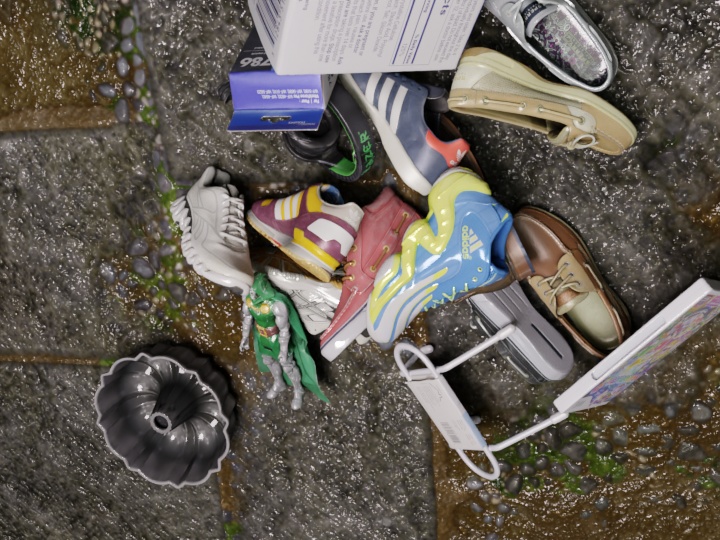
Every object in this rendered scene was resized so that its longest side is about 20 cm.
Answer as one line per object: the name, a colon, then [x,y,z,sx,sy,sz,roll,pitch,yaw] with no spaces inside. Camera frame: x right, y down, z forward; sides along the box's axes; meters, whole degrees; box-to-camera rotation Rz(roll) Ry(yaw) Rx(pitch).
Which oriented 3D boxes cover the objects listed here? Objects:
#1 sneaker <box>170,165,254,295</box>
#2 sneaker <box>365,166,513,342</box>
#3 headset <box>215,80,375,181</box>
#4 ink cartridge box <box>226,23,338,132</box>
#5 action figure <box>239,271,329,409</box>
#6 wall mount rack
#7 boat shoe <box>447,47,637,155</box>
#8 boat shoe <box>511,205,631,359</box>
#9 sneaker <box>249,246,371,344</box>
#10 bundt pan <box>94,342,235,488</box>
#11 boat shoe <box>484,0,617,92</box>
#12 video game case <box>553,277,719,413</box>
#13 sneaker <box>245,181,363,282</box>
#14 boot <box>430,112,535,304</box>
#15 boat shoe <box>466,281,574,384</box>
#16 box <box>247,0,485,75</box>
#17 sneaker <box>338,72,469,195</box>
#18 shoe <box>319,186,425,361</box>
sneaker: [-0.161,-0.050,0.879,0.074,0.201,0.081,28,109,-41]
sneaker: [0.082,0.005,0.766,0.104,0.075,0.203,36,111,28]
headset: [-0.068,-0.168,0.832,0.199,0.093,0.125,42,158,28]
ink cartridge box: [-0.066,-0.218,0.769,0.097,0.203,0.040,1,140,15]
action figure: [-0.106,0.081,0.932,0.116,0.055,0.203,14,135,28]
wall mount rack: [0.134,0.143,0.894,0.202,0.074,0.173,55,149,-10]
boat shoe: [0.182,-0.155,0.774,0.197,0.073,0.065,22,85,-14]
boat shoe: [0.232,0.016,0.849,0.200,0.074,0.075,46,115,-6]
sneaker: [-0.067,0.035,0.936,0.195,0.076,0.090,17,115,8]
bundt pan: [-0.255,0.188,1.046,0.196,0.076,0.207,5,112,13]
boat shoe: [0.178,-0.254,0.757,0.200,0.072,0.070,42,115,-4]
video game case: [0.309,0.083,0.827,0.200,0.142,0.018,-48,62,25]
sneaker: [-0.060,-0.057,0.865,0.075,0.199,0.091,39,87,-35]
boot: [0.099,-0.065,0.824,0.096,0.075,0.203,-29,78,11]
boat shoe: [0.157,0.053,0.886,0.201,0.072,0.071,52,137,2]
box: [0.017,-0.282,0.679,0.195,0.107,0.185,-8,147,-25]
sneaker: [0.044,-0.181,0.805,0.084,0.075,0.202,-35,77,17]
shoe: [0.000,0.000,0.862,0.091,0.071,0.201,41,71,-1]
